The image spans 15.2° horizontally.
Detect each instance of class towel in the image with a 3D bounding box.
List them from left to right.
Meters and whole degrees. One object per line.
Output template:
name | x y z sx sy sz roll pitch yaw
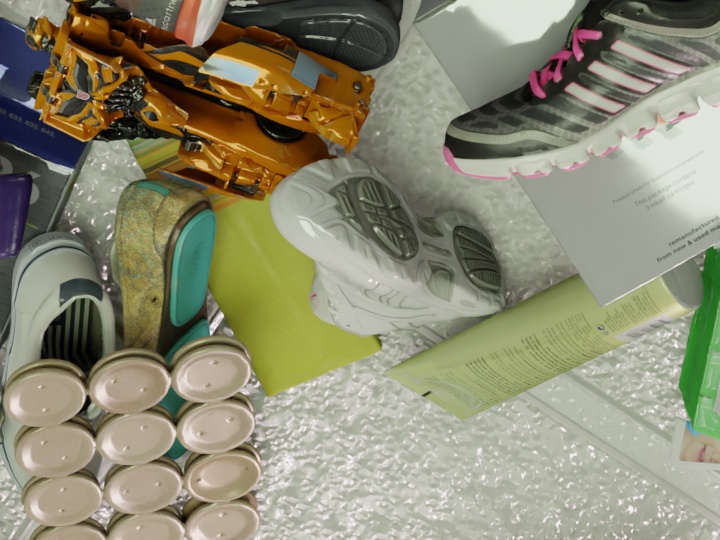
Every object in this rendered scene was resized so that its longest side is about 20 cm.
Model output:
towel | -0.066 -0.022 1.656 0.086 0.018 0.200 -22 108 19

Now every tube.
tube | 0.111 0.038 1.616 0.200 0.052 0.058 -29 95 33

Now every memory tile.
memory tile | -0.137 0.114 1.658 0.153 0.017 0.200 -9 138 -7

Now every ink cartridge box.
ink cartridge box | -0.275 -0.070 1.647 0.197 0.047 0.200 25 115 -3
ink cartridge box | 0.145 -0.116 1.517 0.144 0.145 0.200 -29 105 18

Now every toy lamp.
toy lamp | -0.224 -0.107 1.587 0.058 0.058 0.201 -2 95 8

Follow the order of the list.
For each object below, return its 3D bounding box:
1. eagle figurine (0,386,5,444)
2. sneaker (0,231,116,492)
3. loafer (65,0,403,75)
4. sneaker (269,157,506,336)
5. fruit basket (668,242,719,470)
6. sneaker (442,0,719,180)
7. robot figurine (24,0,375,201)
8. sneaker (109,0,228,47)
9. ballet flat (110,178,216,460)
eagle figurine | -0.298 0.159 1.693 0.150 0.152 0.200 -11 135 -21
sneaker | -0.188 0.076 1.662 0.073 0.071 0.201 -9 125 -15
loafer | -0.071 -0.155 1.586 0.199 0.063 0.072 4 143 11
sneaker | 0.000 0.000 1.580 0.099 0.078 0.200 -28 148 26
fruit basket | 0.295 0.048 1.596 0.199 0.094 0.186 10 113 0
sneaker | 0.129 -0.114 1.403 0.199 0.074 0.088 -22 108 9
robot figurine | -0.100 -0.102 1.560 0.199 0.058 0.145 18 140 -8
sneaker | -0.090 -0.227 1.493 0.082 0.077 0.201 18 71 -3
ballet flat | -0.126 0.027 1.653 0.070 0.071 0.201 9 128 4
